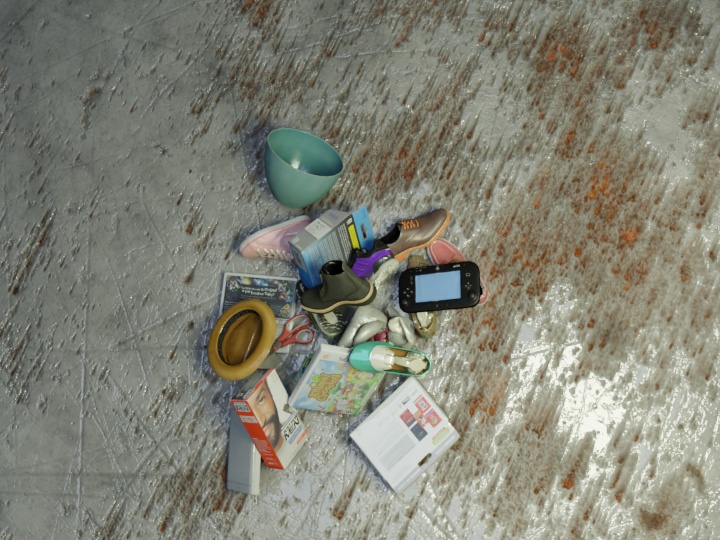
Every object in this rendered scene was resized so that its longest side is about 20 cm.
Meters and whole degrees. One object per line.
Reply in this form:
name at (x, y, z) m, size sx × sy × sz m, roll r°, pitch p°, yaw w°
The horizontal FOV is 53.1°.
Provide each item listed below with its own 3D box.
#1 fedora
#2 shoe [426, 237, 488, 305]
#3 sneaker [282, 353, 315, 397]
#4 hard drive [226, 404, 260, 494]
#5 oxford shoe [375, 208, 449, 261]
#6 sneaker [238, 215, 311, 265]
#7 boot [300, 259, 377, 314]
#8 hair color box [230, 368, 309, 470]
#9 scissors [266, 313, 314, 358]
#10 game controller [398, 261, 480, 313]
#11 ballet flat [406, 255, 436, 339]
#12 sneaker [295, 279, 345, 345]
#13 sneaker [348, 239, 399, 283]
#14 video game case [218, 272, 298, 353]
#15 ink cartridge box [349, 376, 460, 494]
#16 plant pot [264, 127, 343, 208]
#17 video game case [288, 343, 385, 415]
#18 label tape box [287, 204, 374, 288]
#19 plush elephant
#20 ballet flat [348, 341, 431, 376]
fedora at (-0.271, 0.172, 1.721) m, size 0.196 × 0.082 × 0.206 m, roll -10°, pitch 62°, yaw 20°
shoe at (0.227, -0.006, 1.689) m, size 0.071 × 0.091 × 0.201 m, roll -40°, pitch 76°, yaw 1°
sneaker at (-0.137, 0.258, 1.689) m, size 0.199 × 0.131 × 0.080 m, roll -41°, pitch 77°, yaw 2°
hard drive at (-0.274, 0.415, 1.699) m, size 0.131 × 0.026 × 0.206 m, roll -12°, pitch 73°, yaw 53°
oxford shoe at (0.125, -0.093, 1.722) m, size 0.198 × 0.073 × 0.072 m, roll -35°, pitch 43°, yaw 2°
sneaker at (-0.201, -0.052, 1.784) m, size 0.196 × 0.076 × 0.107 m, roll -21°, pitch 72°, yaw 2°
boot at (-0.078, 0.027, 1.608) m, size 0.196 × 0.138 × 0.079 m, roll -14°, pitch 55°, yaw 28°
hair color box at (-0.204, 0.338, 1.643) m, size 0.063 × 0.111 × 0.203 m, roll -6°, pitch 119°, yaw 38°
scissors at (-0.203, 0.176, 1.750) m, size 0.196 × 0.014 × 0.074 m, roll -27°, pitch 85°, yaw -4°
game controller at (0.178, 0.039, 1.632) m, size 0.195 × 0.042 × 0.107 m, roll -7°, pitch 80°, yaw 24°
ballet flat at (0.146, 0.058, 1.706) m, size 0.069 × 0.065 × 0.206 m, roll -12°, pitch 78°, yaw 8°
sneaker at (-0.105, 0.102, 1.740) m, size 0.075 × 0.090 × 0.202 m, roll -14°, pitch 49°, yaw -23°
sneaker at (0.000, 0.000, 1.718) m, size 0.199 × 0.069 × 0.101 m, roll -40°, pitch 74°, yaw 27°
video game case at (-0.258, 0.104, 1.795) m, size 0.194 × 0.023 × 0.187 m, roll 4°, pitch 81°, yaw 12°
ink cartridge box at (0.106, 0.376, 1.646) m, size 0.199 × 0.084 × 0.176 m, roll -42°, pitch 75°, yaw 1°
plant pot at (-0.154, -0.235, 1.768) m, size 0.198 × 0.199 × 0.137 m, roll 37°, pitch 125°, yaw 14°
video game case at (-0.046, 0.250, 1.620) m, size 0.178 × 0.202 × 0.022 m, roll 12°, pitch 39°, yaw -24°
label tape box at (-0.065, -0.063, 1.716) m, size 0.199 × 0.146 × 0.063 m, roll -38°, pitch 49°, yaw -21°
plush elephant at (0.047, 0.143, 1.660) m, size 0.153 × 0.165 × 0.203 m, roll 30°, pitch 99°, yaw 0°
ballet flat at (0.072, 0.191, 1.555) m, size 0.195 × 0.070 × 0.069 m, roll 10°, pitch 82°, yaw -27°
